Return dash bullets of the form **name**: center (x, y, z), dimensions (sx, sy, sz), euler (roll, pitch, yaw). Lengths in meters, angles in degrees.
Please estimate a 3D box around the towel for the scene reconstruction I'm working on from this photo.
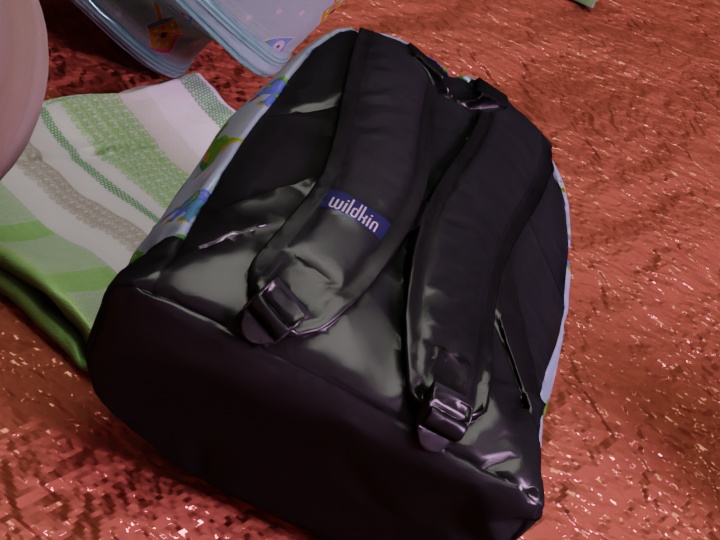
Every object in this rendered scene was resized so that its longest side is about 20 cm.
- **towel**: center (-0.086, -0.027, 0.830), dimensions (0.149, 0.031, 0.199), euler (37, 27, 23)

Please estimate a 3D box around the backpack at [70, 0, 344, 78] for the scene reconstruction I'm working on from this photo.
- **backpack**: center (-0.080, -0.182, 0.956), dimensions (0.176, 0.153, 0.200), euler (43, 7, -31)

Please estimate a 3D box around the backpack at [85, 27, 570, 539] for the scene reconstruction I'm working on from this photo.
- **backpack**: center (0.000, 0.000, 0.740), dimensions (0.162, 0.154, 0.201), euler (26, 52, -8)

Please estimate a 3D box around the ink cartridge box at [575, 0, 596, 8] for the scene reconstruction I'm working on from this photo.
- **ink cartridge box**: center (0.134, -0.301, 1.366), dimensions (0.145, 0.201, 0.085), euler (24, 25, -6)

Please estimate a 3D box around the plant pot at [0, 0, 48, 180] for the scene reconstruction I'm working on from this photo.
- **plant pot**: center (-0.186, -0.075, 0.665), dimensions (0.199, 0.201, 0.173), euler (32, 10, 12)
